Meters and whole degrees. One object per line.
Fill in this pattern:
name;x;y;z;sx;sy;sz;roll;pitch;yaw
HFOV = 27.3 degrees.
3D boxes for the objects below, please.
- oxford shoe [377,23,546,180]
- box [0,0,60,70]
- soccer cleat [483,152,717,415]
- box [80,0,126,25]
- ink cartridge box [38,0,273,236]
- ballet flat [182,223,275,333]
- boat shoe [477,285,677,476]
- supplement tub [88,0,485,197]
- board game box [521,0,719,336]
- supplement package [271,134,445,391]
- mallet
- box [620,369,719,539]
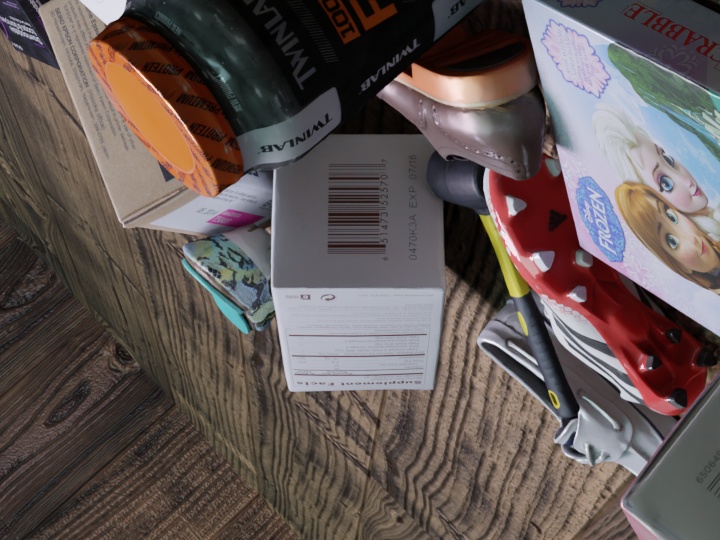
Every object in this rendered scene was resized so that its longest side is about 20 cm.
oxford shoe;0.040;-0.098;0.831;0.200;0.071;0.073;-138;28;-63
box;-0.385;-0.310;1.586;0.143;0.036;0.200;28;155;52
soccer cleat;0.133;0.010;0.897;0.200;0.069;0.085;48;161;-14
box;-0.107;-0.214;0.897;0.200;0.106;0.153;43;153;22
ink cartridge box;-0.128;-0.113;1.065;0.166;0.075;0.200;66;-165;9
ballet flat;-0.088;-0.002;1.114;0.074;0.074;0.200;47;174;6
boat shoe;0.162;0.103;1.033;0.200;0.065;0.074;46;164;10
supplement tub;-0.030;-0.135;0.742;0.122;0.200;0.123;43;164;16
board game box;0.175;-0.037;0.714;0.199;0.041;0.200;37;161;37
supplement package;0.000;0.000;1.058;0.200;0.116;0.118;89;180;-67
mallet;0.096;0.006;0.970;0.066;0.041;0.201;25;140;57
box;0.222;0.134;0.774;0.128;0.109;0.200;38;175;22
